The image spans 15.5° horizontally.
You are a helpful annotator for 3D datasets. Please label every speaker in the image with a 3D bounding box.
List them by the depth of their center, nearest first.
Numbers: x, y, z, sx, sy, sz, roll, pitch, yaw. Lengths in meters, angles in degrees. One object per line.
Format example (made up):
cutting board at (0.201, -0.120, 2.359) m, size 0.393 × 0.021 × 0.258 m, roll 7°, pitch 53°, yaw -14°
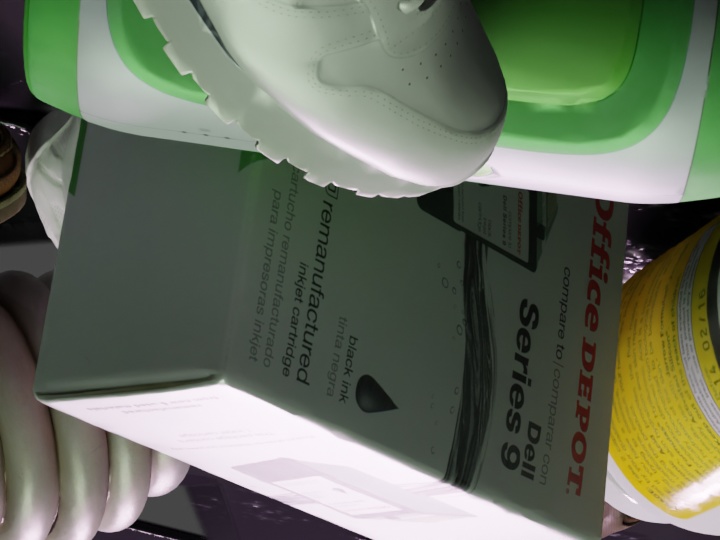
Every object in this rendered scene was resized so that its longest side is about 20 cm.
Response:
speaker at (0.011, -0.071, 0.738) m, size 0.199 × 0.089 × 0.088 m, roll 8°, pitch 162°, yaw 2°

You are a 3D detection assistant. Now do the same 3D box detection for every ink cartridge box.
ink cartridge box at (0.000, 0.000, 0.866) m, size 0.084 × 0.147 × 0.200 m, roll -8°, pitch 157°, yaw 38°

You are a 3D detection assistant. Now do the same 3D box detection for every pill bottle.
pill bottle at (0.146, 0.036, 0.965) m, size 0.111 × 0.112 × 0.200 m, roll 13°, pitch 161°, yaw -14°

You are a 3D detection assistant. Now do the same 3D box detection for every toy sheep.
toy sheep at (-0.137, 0.060, 1.154) m, size 0.199 × 0.138 × 0.138 m, roll -18°, pitch 172°, yaw -23°

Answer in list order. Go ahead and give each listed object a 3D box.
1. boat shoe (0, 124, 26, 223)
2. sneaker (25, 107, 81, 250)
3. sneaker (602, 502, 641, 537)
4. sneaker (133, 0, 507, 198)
boat shoe at (-0.213, -0.047, 0.929) m, size 0.199 × 0.068 × 0.072 m, roll -3°, pitch -156°, yaw -22°
sneaker at (-0.090, 0.000, 0.959) m, size 0.073 × 0.116 × 0.200 m, roll 9°, pitch 164°, yaw -9°
sneaker at (0.088, 0.075, 1.217) m, size 0.075 × 0.071 × 0.200 m, roll -19°, pitch 157°, yaw 18°
sneaker at (-0.016, -0.096, 0.623) m, size 0.080 × 0.077 × 0.200 m, roll -22°, pitch 127°, yaw 29°
